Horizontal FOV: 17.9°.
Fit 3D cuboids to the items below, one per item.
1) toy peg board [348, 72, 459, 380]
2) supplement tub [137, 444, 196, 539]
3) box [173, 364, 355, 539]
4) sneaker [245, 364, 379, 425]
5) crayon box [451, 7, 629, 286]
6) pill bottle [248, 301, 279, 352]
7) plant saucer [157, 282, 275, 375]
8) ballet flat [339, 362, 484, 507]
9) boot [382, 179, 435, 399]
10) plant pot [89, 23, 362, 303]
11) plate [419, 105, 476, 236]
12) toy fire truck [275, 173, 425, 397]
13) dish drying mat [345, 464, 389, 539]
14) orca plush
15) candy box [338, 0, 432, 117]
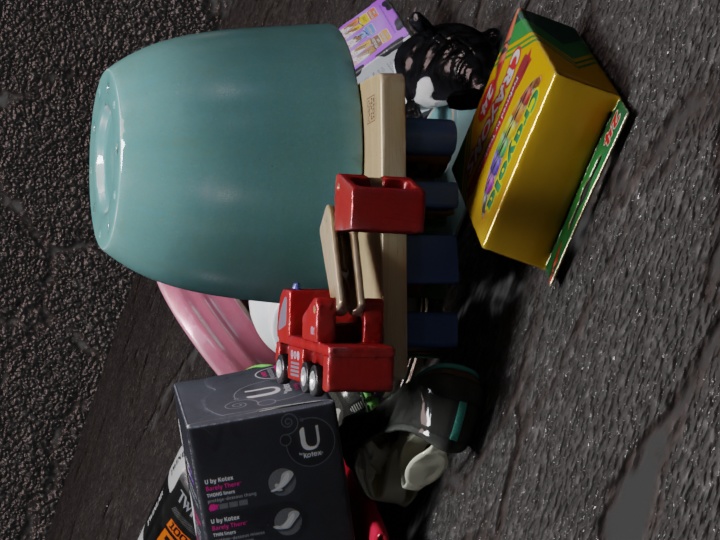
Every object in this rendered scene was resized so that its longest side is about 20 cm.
[{"bbox_3d":[0.031,-0.022,1.591,0.199,0.097,0.202,165,105,-73],"label":"toy peg board"},{"bbox_3d":[-0.115,0.213,1.928,0.123,0.122,0.201,-88,20,-55],"label":"supplement tub"},{"bbox_3d":[-0.061,0.178,1.584,0.122,0.105,0.202,-130,31,-75],"label":"box"},{"bbox_3d":[-0.054,0.112,1.794,0.199,0.083,0.077,-11,98,54],"label":"sneaker"},{"bbox_3d":[0.115,-0.085,1.508,0.200,0.050,0.128,-106,36,-70],"label":"crayon box"},{"bbox_3d":[-0.042,0.013,1.931,0.200,0.110,0.111,-106,37,-71],"label":"pill bottle"},{"bbox_3d":[-0.101,0.053,2.006,0.051,0.201,0.201,-38,18,8],"label":"plant saucer"},{"bbox_3d":[0.026,0.120,1.569,0.200,0.067,0.069,134,145,-65],"label":"ballet flat"},{"bbox_3d":[0.000,0.000,1.731,0.075,0.096,0.202,152,123,-61],"label":"boot"},{"bbox_3d":[-0.102,-0.075,1.595,0.200,0.160,0.202,-179,90,-73],"label":"plant pot"},{"bbox_3d":[0.057,-0.070,1.818,0.200,0.025,0.202,-162,90,-79],"label":"plate"},{"bbox_3d":[-0.011,0.009,1.477,0.200,0.048,0.142,-171,82,-74],"label":"toy fire truck"},{"bbox_3d":[0.001,0.185,1.626,0.200,0.018,0.077,-116,22,-73],"label":"dish drying mat"},{"bbox_3d":[0.055,-0.163,1.778,0.105,0.071,0.200,-42,18,10],"label":"orca plush"},{"bbox_3d":[-0.029,-0.137,1.978,0.199,0.072,0.168,-36,18,6],"label":"candy box"}]
